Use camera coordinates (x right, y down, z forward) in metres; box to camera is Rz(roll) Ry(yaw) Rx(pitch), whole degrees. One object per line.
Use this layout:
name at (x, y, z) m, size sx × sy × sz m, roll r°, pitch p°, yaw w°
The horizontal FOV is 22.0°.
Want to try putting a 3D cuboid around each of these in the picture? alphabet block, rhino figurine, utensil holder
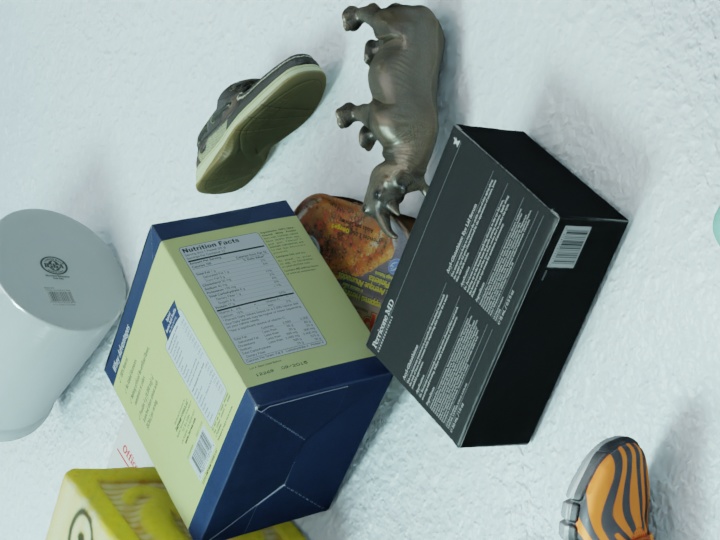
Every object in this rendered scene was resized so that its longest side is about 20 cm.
alphabet block at (-0.167, 0.306, 1.633) m, size 0.195 × 0.196 × 0.200 m, roll 42°, pitch 120°, yaw 45°
rhino figurine at (0.028, -0.124, 1.500) m, size 0.087 × 0.060 × 0.201 m, roll -8°, pitch 75°, yaw 37°
utensil holder at (-0.359, 0.055, 1.936) m, size 0.200 × 0.170 × 0.170 m, roll -49°, pitch 51°, yaw 37°

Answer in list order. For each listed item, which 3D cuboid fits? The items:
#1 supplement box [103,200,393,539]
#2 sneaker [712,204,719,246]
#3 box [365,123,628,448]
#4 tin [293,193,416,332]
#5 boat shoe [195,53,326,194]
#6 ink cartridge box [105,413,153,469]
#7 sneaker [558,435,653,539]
supplement box at (-0.100, 0.085, 1.564) m, size 0.200 × 0.134 × 0.200 m, roll 57°, pitch 142°, yaw 30°
sneaker at (0.308, -0.047, 1.125) m, size 0.140 × 0.078 × 0.200 m, roll 57°, pitch 140°, yaw 36°
box at (0.099, 0.012, 1.394) m, size 0.141 × 0.079 × 0.200 m, roll 45°, pitch 123°, yaw 42°
tin at (0.000, 0.000, 1.562) m, size 0.200 × 0.042 × 0.112 m, roll 21°, pitch 100°, yaw 53°
boat shoe at (-0.101, -0.143, 1.681) m, size 0.201 × 0.072 × 0.066 m, roll -46°, pitch 57°, yaw 47°
ink cartridge box at (-0.198, 0.227, 1.786) m, size 0.117 × 0.067 × 0.200 m, roll 48°, pitch 126°, yaw 44°
sneaker at (0.195, 0.218, 1.263) m, size 0.112 × 0.077 × 0.201 m, roll 21°, pitch 115°, yaw 48°
